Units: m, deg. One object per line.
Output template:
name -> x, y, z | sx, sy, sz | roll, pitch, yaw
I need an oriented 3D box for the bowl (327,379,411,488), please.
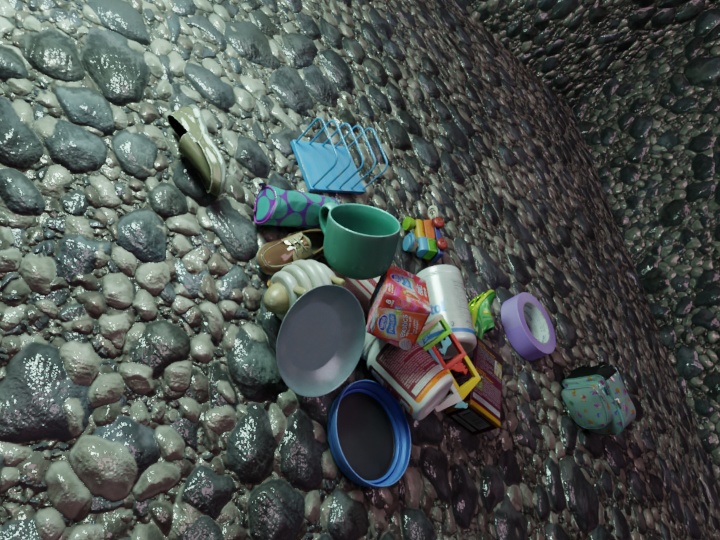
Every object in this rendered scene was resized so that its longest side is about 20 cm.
bowl -> 0.017, 0.320, 1.011 | 0.198, 0.039, 0.204 | 25, 49, -33

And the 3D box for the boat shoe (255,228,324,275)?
boat shoe -> -0.135, -0.048, 1.074 | 0.199, 0.071, 0.077 | -29, 86, -51

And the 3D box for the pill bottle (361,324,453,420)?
pill bottle -> 0.085, 0.196, 1.060 | 0.200, 0.116, 0.113 | 43, 34, 24

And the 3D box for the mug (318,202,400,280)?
mug -> -0.005, -0.060, 1.061 | 0.148, 0.117, 0.186 | 3, 29, -16

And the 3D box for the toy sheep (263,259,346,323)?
toy sheep -> -0.102, 0.042, 1.001 | 0.197, 0.137, 0.140 | -9, 71, -42

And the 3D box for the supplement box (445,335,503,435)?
supplement box -> 0.285, 0.282, 1.275 | 0.110, 0.085, 0.202 | 38, 43, -20

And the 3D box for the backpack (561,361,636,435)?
backpack -> 0.738, 0.410, 1.592 | 0.152, 0.175, 0.202 | -32, 89, -34

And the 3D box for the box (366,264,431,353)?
box -> 0.076, 0.068, 1.043 | 0.098, 0.097, 0.200 | 24, 16, -3

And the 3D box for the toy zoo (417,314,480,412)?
toy zoo -> 0.183, 0.219, 1.153 | 0.130, 0.020, 0.202 | -32, 88, -14

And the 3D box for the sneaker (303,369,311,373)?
sneaker -> -0.065, 0.133, 1.011 | 0.076, 0.090, 0.200 | 50, 41, -9

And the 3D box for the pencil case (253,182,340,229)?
pencil case -> -0.136, -0.131, 1.119 | 0.197, 0.091, 0.087 | 4, 94, -45

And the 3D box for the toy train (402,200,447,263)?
toy train -> 0.167, -0.127, 1.441 | 0.113, 0.085, 0.204 | 12, 56, -24

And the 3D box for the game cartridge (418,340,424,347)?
game cartridge -> 0.103, 0.197, 1.185 | 0.132, 0.041, 0.204 | 0, 65, -50

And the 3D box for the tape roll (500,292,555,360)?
tape roll -> 0.527, 0.175, 1.614 | 0.198, 0.065, 0.204 | 25, 50, -32

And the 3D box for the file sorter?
file sorter -> -0.047, -0.287, 1.285 | 0.198, 0.122, 0.141 | -7, 69, -47

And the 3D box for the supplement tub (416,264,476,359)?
supplement tub -> 0.207, 0.105, 1.279 | 0.130, 0.131, 0.204 | 17, 52, -37

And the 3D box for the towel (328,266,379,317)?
towel -> 0.000, 0.000, 1.223 | 0.144, 0.023, 0.201 | 44, 39, -12

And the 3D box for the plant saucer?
plant saucer -> -0.075, 0.123, 0.925 | 0.198, 0.038, 0.206 | -11, 107, -39

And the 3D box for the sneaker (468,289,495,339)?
sneaker -> 0.336, 0.133, 1.443 | 0.084, 0.074, 0.201 | 45, 50, -9

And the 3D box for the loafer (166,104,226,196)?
loafer -> -0.325, -0.232, 1.012 | 0.069, 0.075, 0.203 | -17, 72, -37
